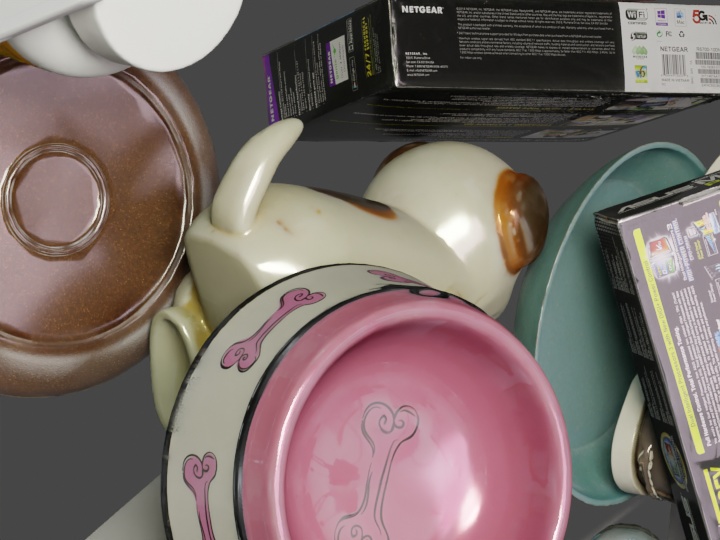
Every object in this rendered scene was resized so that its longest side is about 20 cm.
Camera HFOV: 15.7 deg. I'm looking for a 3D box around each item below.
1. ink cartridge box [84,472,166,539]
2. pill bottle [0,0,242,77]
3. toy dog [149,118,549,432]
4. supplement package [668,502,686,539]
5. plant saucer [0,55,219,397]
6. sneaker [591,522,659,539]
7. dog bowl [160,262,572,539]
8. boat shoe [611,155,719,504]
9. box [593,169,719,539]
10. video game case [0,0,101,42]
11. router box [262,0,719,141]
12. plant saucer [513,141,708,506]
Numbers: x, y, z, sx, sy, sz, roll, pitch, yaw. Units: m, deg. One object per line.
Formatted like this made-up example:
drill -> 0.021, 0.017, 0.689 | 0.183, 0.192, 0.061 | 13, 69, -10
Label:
ink cartridge box -> -0.060, 0.219, 1.299 | 0.147, 0.146, 0.200 | -41, 109, -19
pill bottle -> -0.145, -0.151, 1.201 | 0.113, 0.200, 0.113 | -15, 113, -38
toy dog -> 0.000, 0.000, 1.334 | 0.200, 0.139, 0.194 | -24, 110, -37
supplement package -> 0.249, 0.191, 1.467 | 0.120, 0.121, 0.200 | 5, 89, -26
plant saucer -> -0.157, -0.035, 1.307 | 0.200, 0.032, 0.201 | -1, 91, -26
sneaker -> 0.137, 0.238, 1.414 | 0.079, 0.096, 0.200 | 7, 88, 12
dog bowl -> 0.012, 0.096, 1.210 | 0.200, 0.074, 0.201 | 0, 90, -33
boat shoe -> 0.196, 0.031, 1.418 | 0.072, 0.059, 0.200 | 34, 73, -54
box -> 0.225, 0.041, 1.358 | 0.160, 0.044, 0.200 | -19, 100, -9
video game case -> -0.219, -0.181, 1.125 | 0.023, 0.182, 0.200 | -26, 97, -64
router box -> 0.070, -0.102, 1.348 | 0.200, 0.149, 0.051 | -1, 83, -27
plant saucer -> 0.136, 0.027, 1.418 | 0.200, 0.036, 0.200 | -22, 118, -49
